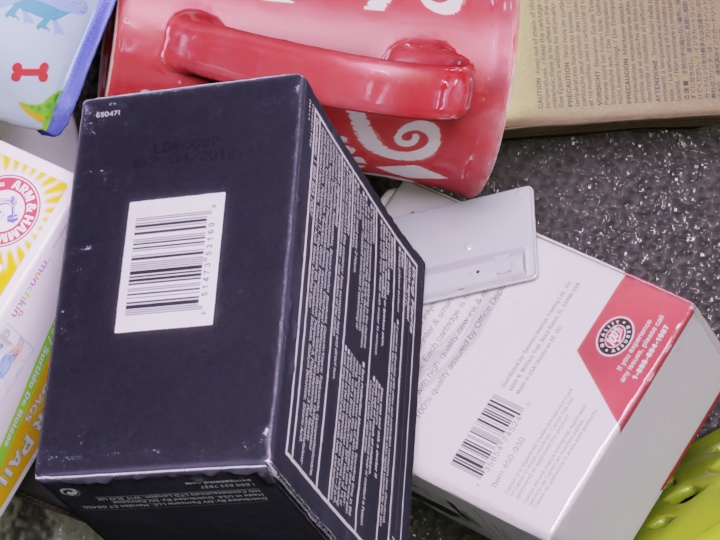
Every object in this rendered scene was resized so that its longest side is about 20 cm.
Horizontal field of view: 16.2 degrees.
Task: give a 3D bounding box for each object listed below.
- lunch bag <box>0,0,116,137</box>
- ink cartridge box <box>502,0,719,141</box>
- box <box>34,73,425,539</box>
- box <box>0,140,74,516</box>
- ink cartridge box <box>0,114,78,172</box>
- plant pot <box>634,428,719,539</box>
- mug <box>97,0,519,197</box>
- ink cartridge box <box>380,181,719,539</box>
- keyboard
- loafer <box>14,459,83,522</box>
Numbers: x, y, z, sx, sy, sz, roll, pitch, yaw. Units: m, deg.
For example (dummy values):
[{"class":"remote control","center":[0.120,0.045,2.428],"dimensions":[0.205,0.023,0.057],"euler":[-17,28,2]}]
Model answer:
[{"class":"lunch bag","center":[-0.191,-0.187,1.210],"dimensions":[0.169,0.127,0.201],"euler":[20,98,-23]},{"class":"ink cartridge box","center":[0.123,-0.177,1.434],"dimensions":[0.164,0.075,0.201],"euler":[-4,87,-14]},{"class":"box","center":[-0.056,0.045,1.220],"dimensions":[0.123,0.198,0.201],"euler":[-5,61,19]},{"class":"box","center":[-0.209,0.037,1.246],"dimensions":[0.112,0.101,0.201],"euler":[23,74,24]},{"class":"ink cartridge box","center":[-0.222,0.000,1.344],"dimensions":[0.173,0.044,0.201],"euler":[-14,89,-17]},{"class":"plant pot","center":[0.213,0.208,1.372],"dimensions":[0.200,0.181,0.200],"euler":[-31,94,-14]},{"class":"mug","center":[-0.026,-0.122,1.274],"dimensions":[0.199,0.178,0.134],"euler":[7,74,-9]},{"class":"ink cartridge box","center":[0.072,0.058,1.340],"dimensions":[0.147,0.200,0.083],"euler":[-56,144,-12]},{"class":"keyboard","center":[0.000,0.000,1.354],"dimensions":[0.199,0.011,0.056],"euler":[-13,52,19]},{"class":"loafer","center":[-0.113,0.107,1.321],"dimensions":[0.199,0.072,0.073],"euler":[10,117,-25]}]
